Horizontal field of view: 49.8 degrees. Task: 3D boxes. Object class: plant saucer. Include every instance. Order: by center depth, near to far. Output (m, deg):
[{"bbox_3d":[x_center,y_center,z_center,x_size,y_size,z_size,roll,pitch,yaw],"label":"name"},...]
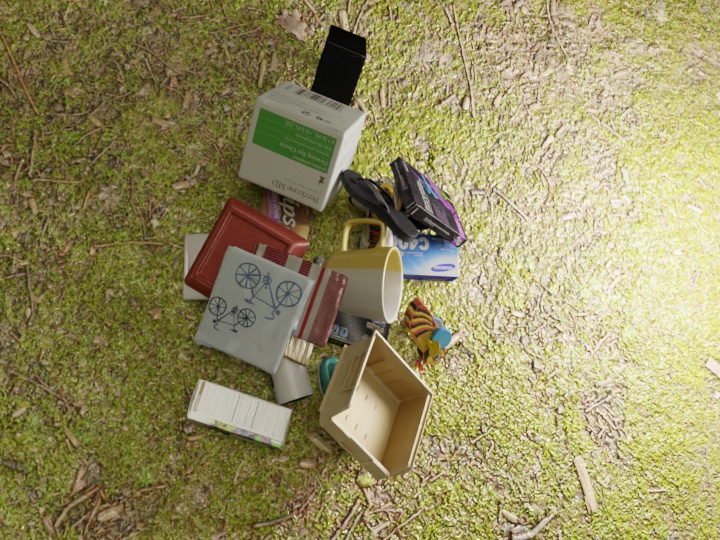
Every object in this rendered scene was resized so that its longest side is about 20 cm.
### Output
[{"bbox_3d":[-0.231,-0.019,1.551,0.196,0.037,0.203,29,86,9],"label":"plant saucer"}]

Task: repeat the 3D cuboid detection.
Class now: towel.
[{"bbox_3d":[-0.135,0.046,1.507,0.195,0.023,0.147,20,86,6],"label":"towel"}]

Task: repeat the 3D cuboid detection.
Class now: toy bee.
[{"bbox_3d":[0.148,0.159,1.652,0.109,0.131,0.200,-44,101,2],"label":"toy bee"}]

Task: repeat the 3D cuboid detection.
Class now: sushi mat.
[{"bbox_3d":[-0.122,0.086,1.572,0.094,0.012,0.204,28,59,-23],"label":"sushi mat"}]

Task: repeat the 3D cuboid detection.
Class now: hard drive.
[{"bbox_3d":[-0.262,-0.008,1.584,0.194,0.025,0.136,-1,81,5],"label":"hard drive"}]

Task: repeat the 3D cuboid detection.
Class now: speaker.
[{"bbox_3d":[-0.157,0.168,1.575,0.079,0.081,0.205,-14,80,-18],"label":"speaker"}]

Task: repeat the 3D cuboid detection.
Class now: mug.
[{"bbox_3d":[0.001,0.009,1.581,0.149,0.151,0.190,3,55,19],"label":"mug"}]

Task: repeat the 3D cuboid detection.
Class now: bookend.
[{"bbox_3d":[-0.061,-0.423,1.747,0.090,0.200,0.204,18,115,-9],"label":"bookend"}]

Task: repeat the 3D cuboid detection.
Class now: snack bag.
[{"bbox_3d":[-0.204,0.078,1.490,0.184,0.021,0.205,21,87,7],"label":"snack bag"}]

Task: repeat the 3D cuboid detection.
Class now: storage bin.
[{"bbox_3d":[0.031,0.268,1.525,0.201,0.092,0.201,48,42,-24],"label":"storage bin"}]

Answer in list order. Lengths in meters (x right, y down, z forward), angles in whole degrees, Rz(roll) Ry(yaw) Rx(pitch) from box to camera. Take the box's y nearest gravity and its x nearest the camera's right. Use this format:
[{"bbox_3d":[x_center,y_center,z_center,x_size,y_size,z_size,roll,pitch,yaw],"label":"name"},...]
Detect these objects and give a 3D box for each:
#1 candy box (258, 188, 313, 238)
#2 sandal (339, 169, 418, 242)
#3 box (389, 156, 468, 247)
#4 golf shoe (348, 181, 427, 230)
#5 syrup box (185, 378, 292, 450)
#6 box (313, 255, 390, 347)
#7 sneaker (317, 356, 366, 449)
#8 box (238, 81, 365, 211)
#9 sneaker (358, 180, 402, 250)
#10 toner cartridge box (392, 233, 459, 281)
[{"bbox_3d":[-0.166,-0.100,1.661,0.114,0.056,0.205,15,73,-9],"label":"candy box"},{"bbox_3d":[0.043,-0.140,1.566,0.199,0.043,0.076,41,30,6],"label":"sandal"},{"bbox_3d":[0.149,-0.147,1.689,0.198,0.036,0.145,27,36,-44],"label":"box"},{"bbox_3d":[0.071,-0.139,1.709,0.195,0.095,0.079,12,114,-10],"label":"golf shoe"},{"bbox_3d":[-0.239,0.284,1.521,0.195,0.079,0.083,19,71,-10],"label":"syrup box"},{"bbox_3d":[-0.027,0.079,1.656,0.195,0.044,0.164,20,71,-9],"label":"box"},{"bbox_3d":[-0.028,0.270,1.585,0.076,0.080,0.204,-18,80,-19],"label":"sneaker"},{"bbox_3d":[-0.118,-0.260,1.599,0.195,0.175,0.201,22,27,5],"label":"box"},{"bbox_3d":[0.034,-0.092,1.646,0.076,0.082,0.206,12,93,13],"label":"sneaker"},{"bbox_3d":[0.121,-0.031,1.729,0.194,0.043,0.098,2,75,-15],"label":"toner cartridge box"}]
